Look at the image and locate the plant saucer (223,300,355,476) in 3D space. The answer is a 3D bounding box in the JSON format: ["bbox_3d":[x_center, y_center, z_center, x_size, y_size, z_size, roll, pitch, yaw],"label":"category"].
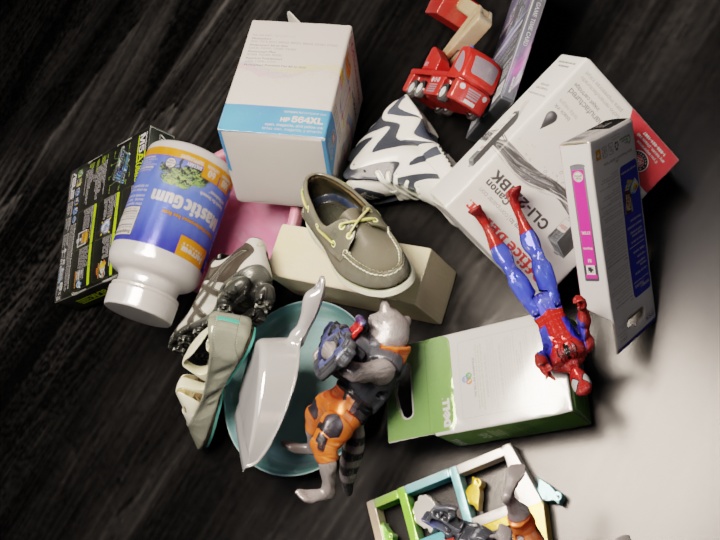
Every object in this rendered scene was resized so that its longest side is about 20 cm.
[{"bbox_3d":[-0.066,0.134,1.137,0.198,0.027,0.202,-11,65,24],"label":"plant saucer"}]

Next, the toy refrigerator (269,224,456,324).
[{"bbox_3d":[0.000,0.000,1.125,0.198,0.076,0.071,10,75,32],"label":"toy refrigerator"}]

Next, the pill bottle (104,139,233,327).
[{"bbox_3d":[-0.228,-0.041,1.180,0.111,0.112,0.202,5,70,30],"label":"pill bottle"}]

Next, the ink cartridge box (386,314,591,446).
[{"bbox_3d":[0.125,0.115,1.016,0.198,0.059,0.105,-15,64,26],"label":"ink cartridge box"}]

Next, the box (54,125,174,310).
[{"bbox_3d":[-0.325,-0.066,1.324,0.192,0.047,0.202,-18,61,37],"label":"box"}]

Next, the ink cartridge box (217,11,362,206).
[{"bbox_3d":[-0.074,-0.193,1.177,0.124,0.129,0.202,6,57,10],"label":"ink cartridge box"}]

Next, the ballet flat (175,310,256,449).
[{"bbox_3d":[-0.174,0.121,1.126,0.068,0.063,0.201,-90,21,-51],"label":"ballet flat"}]

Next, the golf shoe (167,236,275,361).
[{"bbox_3d":[-0.155,0.037,1.160,0.200,0.077,0.095,-37,40,42],"label":"golf shoe"}]

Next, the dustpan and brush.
[{"bbox_3d":[-0.083,0.096,1.066,0.140,0.057,0.202,-120,41,-68],"label":"dustpan and brush"}]

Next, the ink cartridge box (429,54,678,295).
[{"bbox_3d":[0.190,-0.092,1.007,0.200,0.144,0.084,-46,14,6],"label":"ink cartridge box"}]

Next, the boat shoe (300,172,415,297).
[{"bbox_3d":[-0.009,-0.040,1.050,0.072,0.061,0.202,-26,37,-15],"label":"boat shoe"}]

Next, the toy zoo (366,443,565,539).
[{"bbox_3d":[0.109,0.257,0.992,0.199,0.020,0.132,-25,60,18],"label":"toy zoo"}]

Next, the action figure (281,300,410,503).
[{"bbox_3d":[-0.009,0.120,1.029,0.104,0.200,0.195,29,99,-6],"label":"action figure"}]

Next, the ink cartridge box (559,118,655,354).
[{"bbox_3d":[0.234,-0.033,0.938,0.037,0.094,0.202,-2,107,40],"label":"ink cartridge box"}]

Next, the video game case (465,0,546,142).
[{"bbox_3d":[0.170,-0.253,1.105,0.019,0.143,0.202,21,78,-4],"label":"video game case"}]

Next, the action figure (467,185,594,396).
[{"bbox_3d":[0.164,0.023,0.910,0.065,0.099,0.202,-25,87,4],"label":"action figure"}]

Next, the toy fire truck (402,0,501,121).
[{"bbox_3d":[0.110,-0.247,1.126,0.142,0.048,0.200,-63,22,2],"label":"toy fire truck"}]

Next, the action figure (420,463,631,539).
[{"bbox_3d":[0.132,0.265,0.882,0.198,0.195,0.105,22,38,20],"label":"action figure"}]

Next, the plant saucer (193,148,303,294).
[{"bbox_3d":[-0.151,-0.058,1.248,0.199,0.051,0.203,-12,65,26],"label":"plant saucer"}]

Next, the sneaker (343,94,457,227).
[{"bbox_3d":[0.046,-0.096,1.137,0.129,0.079,0.200,-37,57,13],"label":"sneaker"}]
